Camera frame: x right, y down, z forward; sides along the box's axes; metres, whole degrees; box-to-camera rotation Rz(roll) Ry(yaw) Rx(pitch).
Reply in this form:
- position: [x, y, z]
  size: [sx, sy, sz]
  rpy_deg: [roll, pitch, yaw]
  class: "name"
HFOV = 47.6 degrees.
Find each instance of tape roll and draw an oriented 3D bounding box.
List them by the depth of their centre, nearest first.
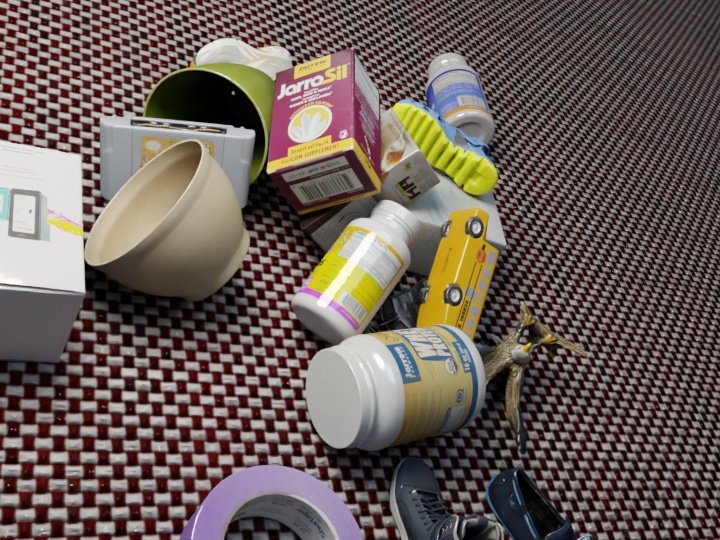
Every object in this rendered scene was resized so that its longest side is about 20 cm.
- position: [-0.094, 0.313, 0.870]
  size: [0.200, 0.066, 0.200]
  rpy_deg: [17, 46, -19]
  class: "tape roll"

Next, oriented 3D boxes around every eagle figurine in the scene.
- position: [0.214, 0.147, 1.192]
  size: [0.152, 0.151, 0.200]
  rpy_deg: [20, 61, 36]
  class: "eagle figurine"

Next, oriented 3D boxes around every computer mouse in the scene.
- position: [0.051, 0.045, 1.221]
  size: [0.200, 0.046, 0.141]
  rpy_deg: [-30, 76, -33]
  class: "computer mouse"

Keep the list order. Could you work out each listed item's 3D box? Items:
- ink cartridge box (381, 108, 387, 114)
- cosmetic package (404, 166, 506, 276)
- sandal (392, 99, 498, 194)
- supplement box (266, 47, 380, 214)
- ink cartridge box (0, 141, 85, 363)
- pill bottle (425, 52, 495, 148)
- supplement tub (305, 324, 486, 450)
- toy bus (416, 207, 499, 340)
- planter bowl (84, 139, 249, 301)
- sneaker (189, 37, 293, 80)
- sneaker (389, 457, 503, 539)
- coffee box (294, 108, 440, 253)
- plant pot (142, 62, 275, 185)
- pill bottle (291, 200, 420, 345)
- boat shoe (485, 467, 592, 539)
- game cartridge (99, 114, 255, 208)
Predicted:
- position: [0.037, -0.248, 1.417]
  size: [0.200, 0.045, 0.176]
  rpy_deg: [17, 19, -20]
  class: "ink cartridge box"
- position: [0.109, -0.102, 1.331]
  size: [0.200, 0.123, 0.200]
  rpy_deg: [14, 47, -25]
  class: "cosmetic package"
- position: [0.133, -0.202, 1.294]
  size: [0.200, 0.079, 0.087]
  rpy_deg: [37, 38, -11]
  class: "sandal"
- position: [-0.048, -0.197, 1.155]
  size: [0.103, 0.131, 0.200]
  rpy_deg: [53, 28, -48]
  class: "supplement box"
- position: [-0.396, -0.020, 0.906]
  size: [0.146, 0.147, 0.200]
  rpy_deg: [7, 50, -29]
  class: "ink cartridge box"
- position: [0.187, -0.329, 1.591]
  size: [0.112, 0.112, 0.200]
  rpy_deg: [12, 47, -25]
  class: "pill bottle"
- position: [0.046, 0.149, 1.047]
  size: [0.200, 0.145, 0.145]
  rpy_deg: [-5, 56, -36]
  class: "supplement tub"
- position: [0.145, 0.012, 1.188]
  size: [0.078, 0.065, 0.200]
  rpy_deg: [29, 71, -30]
  class: "toy bus"
- position: [-0.226, -0.045, 1.028]
  size: [0.135, 0.200, 0.200]
  rpy_deg: [46, 35, -32]
  class: "planter bowl"
- position: [-0.187, -0.332, 1.378]
  size: [0.200, 0.076, 0.092]
  rpy_deg: [-9, 63, -37]
  class: "sneaker"
- position: [0.100, 0.290, 0.961]
  size: [0.077, 0.146, 0.203]
  rpy_deg: [12, 46, -23]
  class: "sneaker"
- position: [0.000, -0.129, 1.209]
  size: [0.080, 0.200, 0.114]
  rpy_deg: [47, 11, -46]
  class: "coffee box"
- position: [-0.196, -0.232, 1.224]
  size: [0.187, 0.187, 0.200]
  rpy_deg: [33, 30, -4]
  class: "plant pot"
- position: [0.000, 0.000, 1.126]
  size: [0.104, 0.104, 0.200]
  rpy_deg: [36, 69, 0]
  class: "pill bottle"
- position: [0.243, 0.347, 1.058]
  size: [0.200, 0.069, 0.084]
  rpy_deg: [46, 43, 10]
  class: "boat shoe"
- position: [-0.248, -0.138, 1.106]
  size: [0.200, 0.133, 0.042]
  rpy_deg: [3, 33, -13]
  class: "game cartridge"
